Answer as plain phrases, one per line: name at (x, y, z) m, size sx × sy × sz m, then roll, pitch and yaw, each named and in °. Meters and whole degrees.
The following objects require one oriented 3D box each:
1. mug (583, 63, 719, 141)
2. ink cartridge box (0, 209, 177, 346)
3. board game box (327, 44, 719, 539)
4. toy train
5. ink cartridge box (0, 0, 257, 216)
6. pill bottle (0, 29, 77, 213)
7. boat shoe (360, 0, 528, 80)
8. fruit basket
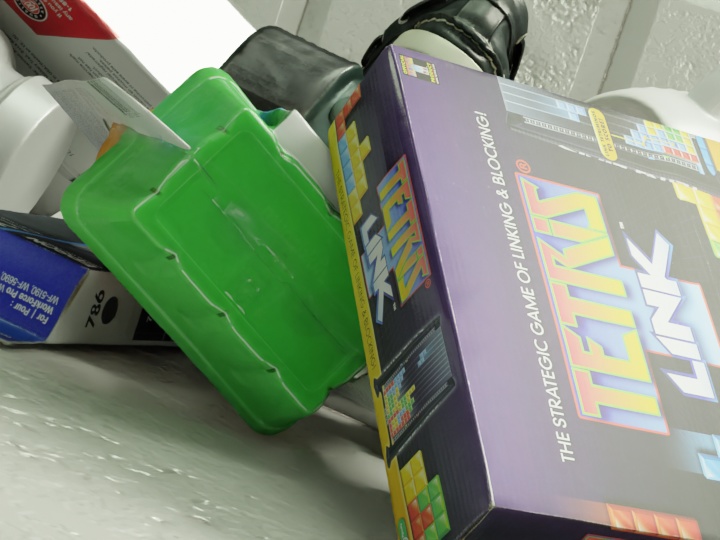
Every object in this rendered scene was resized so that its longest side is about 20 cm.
mug at (0.191, -0.043, 0.984) m, size 0.175 × 0.200 × 0.148 m, roll 27°, pitch 17°, yaw -47°
ink cartridge box at (-0.138, 0.003, 0.828) m, size 0.099 × 0.039 × 0.200 m, roll 22°, pitch 7°, yaw 21°
board game box at (0.083, 0.024, 0.644) m, size 0.165 × 0.057 × 0.201 m, roll 13°, pitch 47°, yaw -29°
toy train at (0.011, -0.030, 0.806) m, size 0.199 × 0.085 × 0.114 m, roll 29°, pitch -27°, yaw 24°
ink cartridge box at (-0.176, -0.126, 1.045) m, size 0.144 × 0.084 × 0.200 m, roll 46°, pitch -39°, yaw -18°
pill bottle at (-0.259, -0.105, 0.963) m, size 0.199 × 0.116 × 0.116 m, roll 32°, pitch 6°, yaw 5°
boat shoe at (0.034, -0.087, 0.855) m, size 0.074 × 0.066 × 0.199 m, roll 35°, pitch -16°, yaw 4°
fruit basket at (-0.055, -0.015, 0.753) m, size 0.185 × 0.094 × 0.200 m, roll 49°, pitch -5°, yaw -14°
